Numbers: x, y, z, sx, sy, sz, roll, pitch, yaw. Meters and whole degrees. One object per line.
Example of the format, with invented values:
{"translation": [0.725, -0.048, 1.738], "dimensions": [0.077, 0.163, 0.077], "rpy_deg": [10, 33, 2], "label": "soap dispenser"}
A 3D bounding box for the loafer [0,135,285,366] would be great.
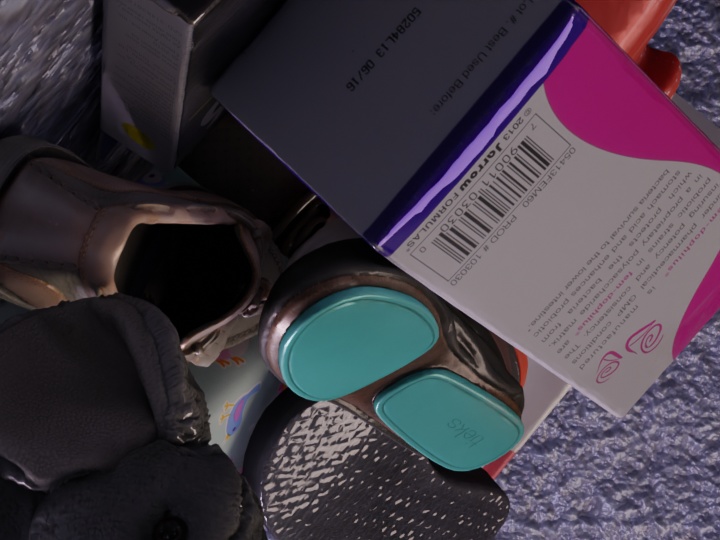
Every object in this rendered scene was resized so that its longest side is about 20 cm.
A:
{"translation": [-0.068, 0.003, 0.785], "dimensions": [0.200, 0.063, 0.072], "rpy_deg": [22, 88, -65], "label": "loafer"}

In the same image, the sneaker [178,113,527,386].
{"translation": [0.000, 0.000, 0.964], "dimensions": [0.077, 0.200, 0.082], "rpy_deg": [-47, -169, 13], "label": "sneaker"}

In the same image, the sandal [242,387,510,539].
{"translation": [0.000, 0.091, 0.969], "dimensions": [0.076, 0.043, 0.200], "rpy_deg": [-43, 149, 3], "label": "sandal"}

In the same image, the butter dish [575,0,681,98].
{"translation": [0.073, -0.115, 0.935], "dimensions": [0.199, 0.148, 0.200], "rpy_deg": [-52, -165, 0], "label": "butter dish"}

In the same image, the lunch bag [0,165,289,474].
{"translation": [-0.112, 0.081, 0.950], "dimensions": [0.170, 0.122, 0.200], "rpy_deg": [-44, 166, -33], "label": "lunch bag"}

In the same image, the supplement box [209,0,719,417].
{"translation": [0.056, -0.038, 0.790], "dimensions": [0.101, 0.103, 0.200], "rpy_deg": [-49, 143, 4], "label": "supplement box"}

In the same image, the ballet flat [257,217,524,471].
{"translation": [0.004, 0.022, 0.844], "dimensions": [0.068, 0.068, 0.200], "rpy_deg": [-29, 152, 8], "label": "ballet flat"}

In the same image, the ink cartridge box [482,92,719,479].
{"translation": [0.084, 0.001, 1.079], "dimensions": [0.200, 0.083, 0.145], "rpy_deg": [-53, -177, 22], "label": "ink cartridge box"}

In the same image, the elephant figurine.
{"translation": [-0.087, 0.082, 0.692], "dimensions": [0.142, 0.200, 0.155], "rpy_deg": [52, 35, -73], "label": "elephant figurine"}

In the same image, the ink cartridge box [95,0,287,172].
{"translation": [-0.016, -0.128, 0.793], "dimensions": [0.198, 0.047, 0.200], "rpy_deg": [-50, 174, -16], "label": "ink cartridge box"}
